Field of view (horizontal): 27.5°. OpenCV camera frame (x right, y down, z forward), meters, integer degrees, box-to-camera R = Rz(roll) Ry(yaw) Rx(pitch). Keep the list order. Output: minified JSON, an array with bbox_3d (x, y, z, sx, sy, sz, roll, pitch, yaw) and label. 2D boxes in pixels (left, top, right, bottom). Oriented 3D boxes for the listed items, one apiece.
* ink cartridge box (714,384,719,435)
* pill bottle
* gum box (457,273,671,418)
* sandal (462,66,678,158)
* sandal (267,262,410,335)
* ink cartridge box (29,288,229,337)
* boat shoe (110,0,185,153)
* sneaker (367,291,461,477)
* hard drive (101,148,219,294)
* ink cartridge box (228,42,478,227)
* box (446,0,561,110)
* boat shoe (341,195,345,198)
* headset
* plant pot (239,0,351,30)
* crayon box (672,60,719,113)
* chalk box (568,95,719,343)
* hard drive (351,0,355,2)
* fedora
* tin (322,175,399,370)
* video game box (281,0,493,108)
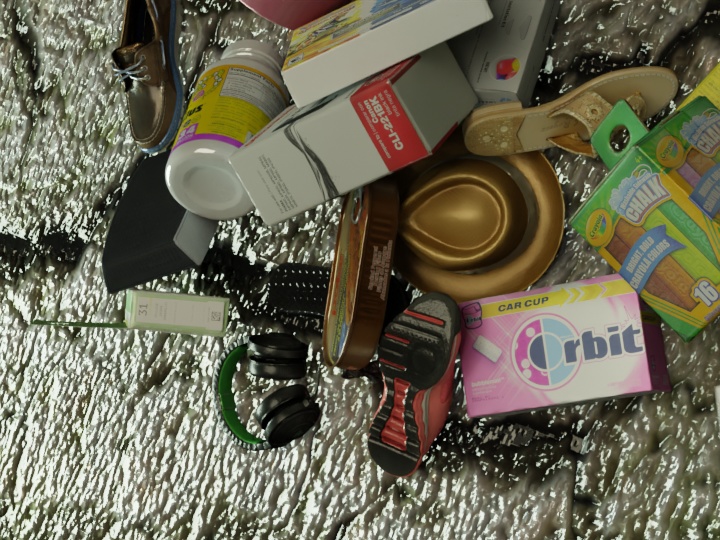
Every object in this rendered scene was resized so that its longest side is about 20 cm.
[{"bbox_3d":[0.426,0.171,1.311,0.200,0.047,0.160,-8,80,21],"label":"ink cartridge box"},{"bbox_3d":[-0.134,-0.155,1.563,0.104,0.104,0.200,-14,41,26],"label":"pill bottle"},{"bbox_3d":[0.188,0.075,1.428,0.200,0.066,0.114,-12,80,26],"label":"gum box"},{"bbox_3d":[0.206,-0.131,1.405,0.212,0.078,0.070,-11,48,4],"label":"sandal"},{"bbox_3d":[-0.015,0.029,1.561,0.200,0.045,0.075,13,85,43],"label":"sandal"},{"bbox_3d":[-0.246,0.042,1.567,0.200,0.146,0.048,6,88,-10],"label":"ink cartridge box"},{"bbox_3d":[-0.249,-0.233,1.680,0.072,0.072,0.200,-12,72,29],"label":"boat shoe"},{"bbox_3d":[0.060,0.103,1.461,0.074,0.087,0.200,24,117,21],"label":"sneaker"},{"bbox_3d":[-0.209,-0.068,1.606,0.135,0.042,0.200,-17,37,25],"label":"hard drive"},{"bbox_3d":[-0.007,-0.134,1.418,0.200,0.144,0.084,-23,105,32],"label":"ink cartridge box"},{"bbox_3d":[0.092,-0.239,1.499,0.200,0.041,0.156,6,64,28],"label":"box"},{"bbox_3d":[-0.016,-0.113,1.554,0.200,0.074,0.073,-28,72,24],"label":"boat shoe"},{"bbox_3d":[-0.072,0.122,1.572,0.200,0.094,0.124,-18,80,41],"label":"headset"},{"bbox_3d":[-0.048,-0.353,1.515,0.200,0.200,0.179,46,121,24],"label":"plant pot"},{"bbox_3d":[0.403,-0.173,1.353,0.200,0.051,0.127,-48,66,16],"label":"crayon box"},{"bbox_3d":[0.283,-0.063,1.318,0.200,0.124,0.124,46,140,11],"label":"chalk box"},{"bbox_3d":[-0.043,-0.393,1.627,0.132,0.027,0.200,6,87,28],"label":"hard drive"},{"bbox_3d":[0.099,-0.054,1.465,0.200,0.082,0.201,2,95,22],"label":"fedora"},{"bbox_3d":[0.000,0.000,1.465,0.112,0.042,0.200,175,104,-71],"label":"tin"},{"bbox_3d":[0.026,-0.237,1.418,0.200,0.182,0.047,-24,107,10],"label":"video game box"}]
